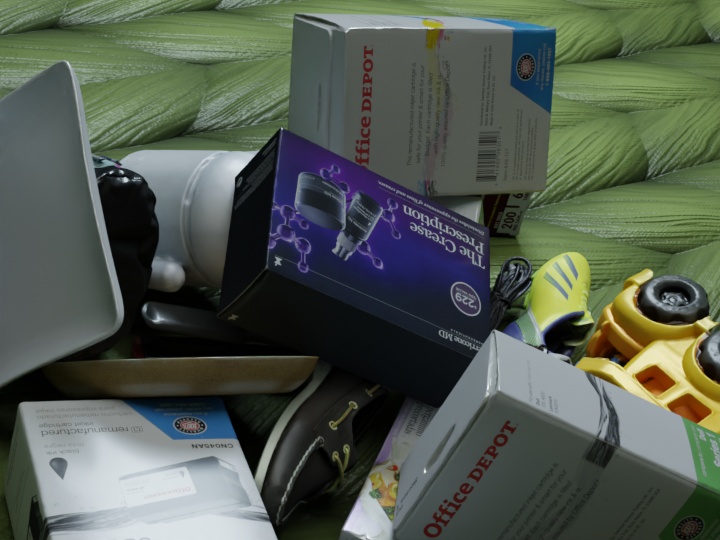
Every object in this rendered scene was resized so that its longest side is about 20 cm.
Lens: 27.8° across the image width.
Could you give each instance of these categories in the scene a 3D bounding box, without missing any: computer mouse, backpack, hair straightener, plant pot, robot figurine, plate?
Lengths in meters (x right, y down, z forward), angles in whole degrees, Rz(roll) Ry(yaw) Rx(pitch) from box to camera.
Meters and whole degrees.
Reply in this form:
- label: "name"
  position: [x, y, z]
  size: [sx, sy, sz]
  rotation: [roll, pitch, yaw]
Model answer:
- label: "computer mouse"
  position: [0.049, 0.008, 1.334]
  size: [0.200, 0.046, 0.140]
  rotation: [24, 42, 9]
- label: "backpack"
  position: [-0.249, -0.028, 1.138]
  size: [0.126, 0.167, 0.200]
  rotation: [11, 9, -46]
- label: "hair straightener"
  position: [-0.079, 0.046, 1.169]
  size: [0.200, 0.077, 0.041]
  rotation: [7, 31, -16]
- label: "plant pot"
  position: [-0.129, 0.077, 1.050]
  size: [0.200, 0.028, 0.200]
  rotation: [-2, -4, 0]
- label: "robot figurine"
  position: [-0.138, -0.043, 1.212]
  size: [0.200, 0.113, 0.170]
  rotation: [3, 46, 33]
- label: "plate"
  position: [-0.244, -0.018, 1.026]
  size: [0.032, 0.200, 0.200]
  rotation: [8, 62, -53]

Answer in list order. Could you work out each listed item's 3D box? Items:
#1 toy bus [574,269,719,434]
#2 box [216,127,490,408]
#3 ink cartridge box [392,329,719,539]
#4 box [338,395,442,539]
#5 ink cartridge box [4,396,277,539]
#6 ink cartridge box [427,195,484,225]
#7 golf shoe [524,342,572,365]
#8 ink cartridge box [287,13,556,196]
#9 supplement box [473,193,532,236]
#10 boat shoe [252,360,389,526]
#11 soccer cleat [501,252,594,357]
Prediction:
- label: "toy bus"
  position: [0.229, 0.114, 1.181]
  size: [0.192, 0.136, 0.200]
  rotation: [-21, 43, -24]
- label: "box"
  position: [0.000, 0.000, 1.114]
  size: [0.200, 0.079, 0.141]
  rotation: [24, 49, -24]
- label: "ink cartridge box"
  position: [0.142, 0.150, 1.005]
  size: [0.200, 0.146, 0.084]
  rotation: [26, 29, -11]
- label: "box"
  position: [0.027, 0.155, 1.082]
  size: [0.039, 0.042, 0.200]
  rotation: [22, 30, 6]
- label: "ink cartridge box"
  position: [-0.137, 0.175, 0.926]
  size: [0.144, 0.084, 0.200]
  rotation: [0, 35, -24]
- label: "ink cartridge box"
  position: [0.004, -0.016, 1.278]
  size: [0.199, 0.059, 0.104]
  rotation: [6, 53, 9]
- label: "golf shoe"
  position: [0.122, 0.088, 1.168]
  size: [0.078, 0.094, 0.200]
  rotation: [50, 6, -46]
- label: "ink cartridge box"
  position: [0.050, -0.150, 1.293]
  size: [0.200, 0.148, 0.145]
  rotation: [-2, 15, -21]
- label: "supplement box"
  position: [0.074, -0.098, 1.445]
  size: [0.200, 0.109, 0.061]
  rotation: [2, 34, -21]
- label: "boat shoe"
  position: [-0.029, 0.126, 1.069]
  size: [0.060, 0.072, 0.201]
  rotation: [22, 30, 6]
- label: "soccer cleat"
  position: [0.177, 0.045, 1.284]
  size: [0.084, 0.065, 0.200]
  rotation: [-8, 24, 33]
